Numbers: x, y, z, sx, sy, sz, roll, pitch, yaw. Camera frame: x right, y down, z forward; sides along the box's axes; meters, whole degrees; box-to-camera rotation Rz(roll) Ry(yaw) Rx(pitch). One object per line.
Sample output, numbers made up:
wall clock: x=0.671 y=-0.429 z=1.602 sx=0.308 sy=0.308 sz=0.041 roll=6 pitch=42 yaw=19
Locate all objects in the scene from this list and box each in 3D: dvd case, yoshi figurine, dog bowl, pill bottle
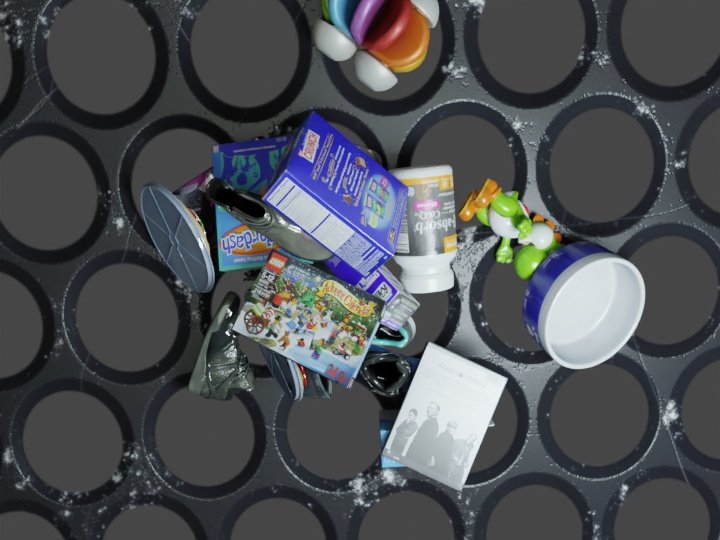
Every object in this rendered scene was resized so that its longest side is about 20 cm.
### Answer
dvd case: x=0.139 y=0.241 z=1.180 sx=0.147 sy=0.025 sz=0.204 roll=24 pitch=89 yaw=0
yoshi figurine: x=0.260 y=-0.056 z=1.211 sx=0.198 sy=0.113 sz=0.113 roll=35 pitch=113 yaw=-8
dog bowl: x=0.375 y=0.058 z=1.201 sx=0.195 sy=0.079 sz=0.205 roll=-9 pitch=117 yaw=-18
pill bottle: x=0.105 y=-0.072 z=1.195 sx=0.113 sy=0.116 sz=0.206 roll=-6 pitch=99 yaw=0

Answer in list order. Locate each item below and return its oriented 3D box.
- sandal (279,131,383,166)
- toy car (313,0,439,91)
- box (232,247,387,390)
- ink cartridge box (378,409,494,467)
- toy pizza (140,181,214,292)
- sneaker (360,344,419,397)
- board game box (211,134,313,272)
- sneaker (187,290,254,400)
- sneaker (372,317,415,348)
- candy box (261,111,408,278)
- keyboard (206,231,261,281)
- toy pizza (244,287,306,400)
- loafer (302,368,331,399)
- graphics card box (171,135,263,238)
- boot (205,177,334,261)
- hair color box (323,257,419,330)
sandal: x=-0.055 y=-0.190 z=1.189 sx=0.195 sy=0.055 sz=0.084 roll=11 pitch=76 yaw=-7
toy car: x=0.024 y=-0.398 z=1.124 sx=0.198 sy=0.150 sz=0.177 roll=35 pitch=98 yaw=-6
box: x=-0.075 y=0.071 z=1.064 sx=0.196 sy=0.038 sz=0.139 roll=24 pitch=80 yaw=12
ink cartridge box: x=0.130 y=0.290 z=1.252 sx=0.194 sy=0.116 sz=0.070 roll=-3 pitch=97 yaw=0
toy pizza: x=-0.296 y=-0.057 z=1.173 sx=0.031 sy=0.199 sz=0.203 roll=-33 pitch=99 yaw=-31
sneaker: x=0.086 y=0.188 z=1.238 sx=0.196 sy=0.111 sz=0.078 roll=24 pitch=98 yaw=-5
board game box: x=-0.158 y=-0.106 z=1.146 sx=0.148 sy=0.045 sz=0.206 roll=-6 pitch=86 yaw=9
sneaker: x=-0.223 y=0.139 z=1.248 sx=0.112 sy=0.076 sz=0.204 roll=19 pitch=101 yaw=-5
sneaker: x=0.005 y=0.084 z=1.231 sx=0.195 sy=0.091 sz=0.079 roll=15 pitch=98 yaw=-3
candy box: x=-0.032 y=-0.114 z=1.059 sx=0.199 sy=0.171 sz=0.077 roll=38 pitch=129 yaw=-17
keyboard: x=-0.166 y=-0.046 z=1.216 sx=0.197 sy=0.021 sz=0.128 roll=-28 pitch=132 yaw=1
toy pizza: x=-0.138 y=0.119 z=1.186 sx=0.031 sy=0.199 sz=0.204 roll=-24 pitch=99 yaw=-20
loafer: x=-0.073 y=0.136 z=1.224 sx=0.069 sy=0.068 sz=0.205 roll=13 pitch=123 yaw=16
graphics card box: x=-0.221 y=-0.122 z=1.217 sx=0.197 sy=0.051 sz=0.127 roll=-31 pitch=98 yaw=5
boot: x=-0.128 y=-0.071 z=1.049 sx=0.196 sy=0.131 sz=0.069 roll=24 pitch=91 yaw=10
hair color box: x=0.000 y=0.000 z=1.165 sx=0.065 sy=0.109 sz=0.200 roll=-47 pitch=64 yaw=6
